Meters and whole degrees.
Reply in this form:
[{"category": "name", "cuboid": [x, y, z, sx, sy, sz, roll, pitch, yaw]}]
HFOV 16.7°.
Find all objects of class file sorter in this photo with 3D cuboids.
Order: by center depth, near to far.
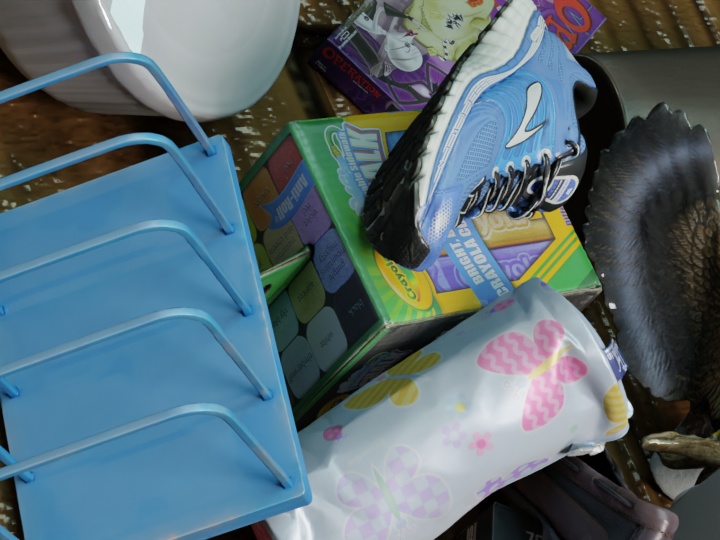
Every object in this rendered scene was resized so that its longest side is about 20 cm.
[{"category": "file sorter", "cuboid": [-0.123, 0.020, 1.142, 0.123, 0.138, 0.201, 58, 15, -60]}]

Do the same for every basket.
[{"category": "basket", "cuboid": [0.210, -0.070, 1.476, 0.199, 0.137, 0.180, -1, 32, -29]}]

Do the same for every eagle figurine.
[{"category": "eagle figurine", "cuboid": [0.214, 0.023, 1.367, 0.152, 0.150, 0.201, 46, 33, -54]}]

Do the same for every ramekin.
[{"category": "ramekin", "cuboid": [-0.123, -0.174, 1.297, 0.202, 0.094, 0.204, 13, 74, -57]}]

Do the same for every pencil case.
[{"category": "pencil case", "cuboid": [0.036, 0.088, 1.210, 0.199, 0.083, 0.091, -31, 113, -7]}]

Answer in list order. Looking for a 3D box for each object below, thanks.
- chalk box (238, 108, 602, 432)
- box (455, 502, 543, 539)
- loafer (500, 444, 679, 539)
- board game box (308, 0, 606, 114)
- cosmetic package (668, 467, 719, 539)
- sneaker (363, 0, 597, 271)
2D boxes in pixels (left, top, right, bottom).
[{"category": "chalk box", "cuboid": [0.000, 0.000, 1.284, 0.199, 0.125, 0.125, -7, 63, -39]}, {"category": "box", "cuboid": [0.140, 0.226, 1.272, 0.199, 0.044, 0.161, 21, 49, -21]}, {"category": "loafer", "cuboid": [0.115, 0.106, 1.270, 0.071, 0.063, 0.200, 20, 18, -25]}, {"category": "board game box", "cuboid": [0.063, -0.142, 1.502, 0.120, 0.032, 0.200, 45, 44, -5]}, {"category": "cosmetic package", "cuboid": [0.211, 0.204, 1.232, 0.090, 0.107, 0.201, 14, 54, -26]}, {"category": "sneaker", "cuboid": [0.071, -0.061, 1.237, 0.089, 0.079, 0.200, 38, 45, -2]}]
